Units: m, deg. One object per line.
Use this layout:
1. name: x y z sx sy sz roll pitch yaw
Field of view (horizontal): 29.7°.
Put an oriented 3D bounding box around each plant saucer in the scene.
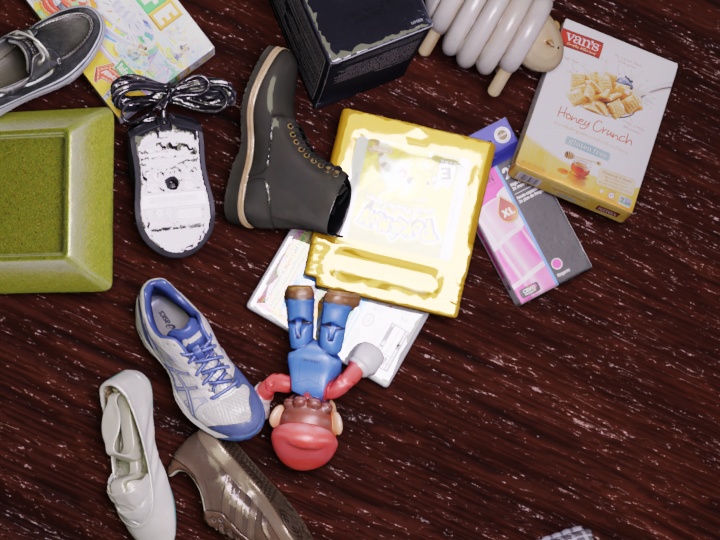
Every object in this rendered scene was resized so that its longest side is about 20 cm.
1. plant saucer: -0.366 -0.077 1.449 0.199 0.048 0.200 -2 84 11

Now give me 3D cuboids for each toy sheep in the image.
1. toy sheep: 0.136 -0.281 1.501 0.200 0.138 0.138 27 82 -5

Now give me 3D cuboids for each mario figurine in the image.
1. mario figurine: -0.052 0.117 1.473 0.106 0.123 0.200 6 92 -44

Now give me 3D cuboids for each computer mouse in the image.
1. computer mouse: -0.204 -0.112 1.489 0.138 0.053 0.200 -1 88 -14

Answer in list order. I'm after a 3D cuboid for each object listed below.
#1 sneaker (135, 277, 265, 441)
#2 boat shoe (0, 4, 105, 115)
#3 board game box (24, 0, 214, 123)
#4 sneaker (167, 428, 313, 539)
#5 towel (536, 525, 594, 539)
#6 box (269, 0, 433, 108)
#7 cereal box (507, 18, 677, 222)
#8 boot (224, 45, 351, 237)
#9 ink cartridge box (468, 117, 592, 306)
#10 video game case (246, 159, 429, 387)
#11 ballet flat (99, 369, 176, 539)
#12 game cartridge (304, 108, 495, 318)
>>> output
1. sneaker: -0.176 0.095 1.431 0.075 0.088 0.200 -37 73 -20
2. boat shoe: -0.354 -0.220 1.440 0.200 0.071 0.072 -40 87 -16
3. board game box: -0.276 -0.284 1.512 0.134 0.034 0.200 -38 89 -8
4. sneaker: -0.125 0.261 1.464 0.076 0.070 0.200 -40 84 9
5. towel: 0.204 0.395 1.463 0.165 0.086 0.200 -20 86 -6
6. box: -0.026 -0.304 1.456 0.123 0.198 0.200 -22 87 -10
7. cereal box: 0.263 -0.171 1.531 0.144 0.040 0.200 21 71 -3
8. boot: -0.059 -0.136 1.471 0.138 0.077 0.200 12 95 27
9. ink cartridge box: 0.173 -0.068 1.534 0.095 0.037 0.200 -27 85 -8
10. video game case: 0.000 0.000 1.516 0.182 0.024 0.200 30 83 -1
11. ballet flat: -0.246 0.206 1.445 0.069 0.069 0.200 -9 84 -6
12. game cartridge: 0.043 -0.063 1.493 0.176 0.032 0.200 13 83 0
